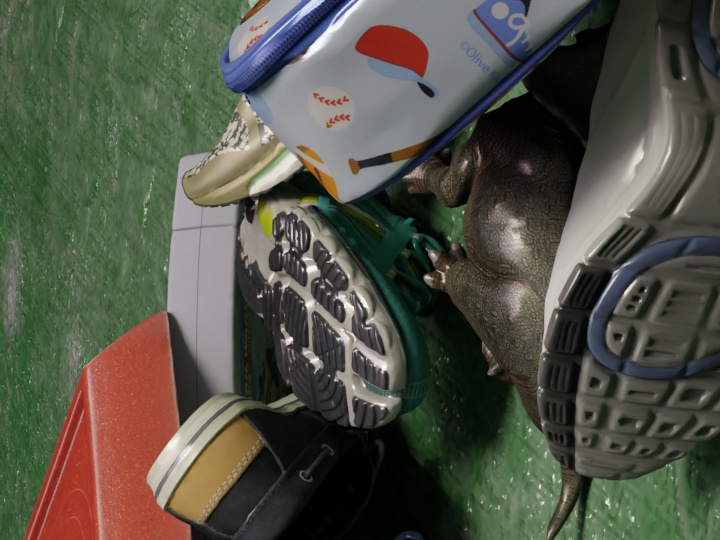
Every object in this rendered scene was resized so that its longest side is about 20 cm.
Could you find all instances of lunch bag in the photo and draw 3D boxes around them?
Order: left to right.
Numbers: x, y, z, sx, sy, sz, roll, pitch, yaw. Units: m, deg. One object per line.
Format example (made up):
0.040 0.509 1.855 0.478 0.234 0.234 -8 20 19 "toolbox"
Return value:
0.039 -0.111 0.743 0.160 0.076 0.200 -43 10 21 "lunch bag"

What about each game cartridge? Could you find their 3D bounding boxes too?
-0.058 0.054 1.087 0.133 0.041 0.202 63 -155 -73 "game cartridge"

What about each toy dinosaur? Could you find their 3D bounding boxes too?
0.059 -0.004 0.803 0.102 0.076 0.202 -168 86 -77 "toy dinosaur"

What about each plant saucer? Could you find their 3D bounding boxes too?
-0.121 0.152 1.020 0.201 0.036 0.201 -101 28 -45 "plant saucer"

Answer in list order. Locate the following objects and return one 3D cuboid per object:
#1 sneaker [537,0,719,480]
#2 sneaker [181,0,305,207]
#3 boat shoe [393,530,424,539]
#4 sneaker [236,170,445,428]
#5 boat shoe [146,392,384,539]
0.101 -0.031 0.722 0.087 0.074 0.202 -112 38 -74 "sneaker"
-0.022 -0.113 0.951 0.200 0.088 0.077 -49 7 21 "sneaker"
-0.009 0.150 0.941 0.200 0.083 0.069 143 117 -62 "boat shoe"
0.000 0.000 0.958 0.200 0.079 0.078 -119 29 -64 "sneaker"
-0.027 0.089 0.953 0.075 0.062 0.200 -53 -14 5 "boat shoe"
